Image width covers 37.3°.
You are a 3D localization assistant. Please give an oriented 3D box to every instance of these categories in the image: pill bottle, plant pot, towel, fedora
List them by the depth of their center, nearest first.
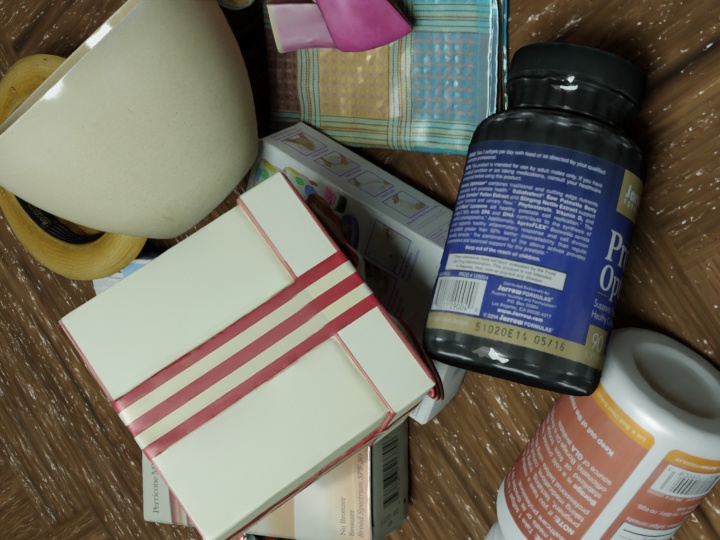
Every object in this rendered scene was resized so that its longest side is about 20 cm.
[{"bbox_3d":[0.113,-0.031,0.659,0.112,0.112,0.200,11,83,29],"label":"pill bottle"},{"bbox_3d":[0.162,0.145,0.720,0.112,0.112,0.200,38,121,16],"label":"pill bottle"},{"bbox_3d":[-0.151,-0.100,0.745,0.200,0.200,0.134,-29,115,35],"label":"plant pot"},{"bbox_3d":[0.013,-0.159,0.770,0.200,0.022,0.147,7,108,30],"label":"towel"},{"bbox_3d":[-0.231,-0.091,0.909,0.200,0.082,0.201,11,110,32],"label":"fedora"}]

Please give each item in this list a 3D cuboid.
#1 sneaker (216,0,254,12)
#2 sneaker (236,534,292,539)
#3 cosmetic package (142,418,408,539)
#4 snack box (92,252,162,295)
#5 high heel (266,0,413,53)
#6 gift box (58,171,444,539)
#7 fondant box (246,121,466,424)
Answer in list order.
[{"bbox_3d":[-0.142,-0.261,0.809,0.088,0.076,0.200,-47,67,41],"label":"sneaker"},{"bbox_3d":[-0.108,0.280,0.958,0.098,0.071,0.201,10,104,40],"label":"sneaker"},{"bbox_3d":[-0.068,0.153,0.854,0.200,0.087,0.104,-1,94,23],"label":"cosmetic package"},{"bbox_3d":[-0.171,0.022,0.907,0.200,0.024,0.072,3,107,50],"label":"snack box"},{"bbox_3d":[-0.024,-0.237,0.695,0.096,0.068,0.200,-5,131,8],"label":"high heel"},{"bbox_3d":[-0.067,0.058,0.705,0.185,0.187,0.200,55,168,5],"label":"gift box"},{"bbox_3d":[0.000,0.000,0.799,0.200,0.058,0.145,32,127,19],"label":"fondant box"}]
